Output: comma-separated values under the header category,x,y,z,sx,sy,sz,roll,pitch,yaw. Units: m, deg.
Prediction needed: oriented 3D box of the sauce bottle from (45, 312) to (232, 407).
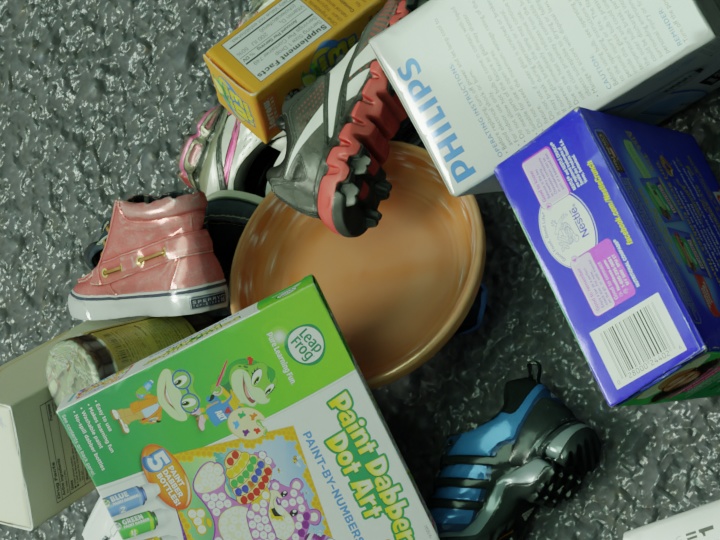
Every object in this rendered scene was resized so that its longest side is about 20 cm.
category,x,y,z,sx,sy,sz,roll,pitch,yaw
sauce bottle,-0.147,0.064,1.294,0.064,0.199,0.065,10,105,40

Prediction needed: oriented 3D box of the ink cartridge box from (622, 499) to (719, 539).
category,x,y,z,sx,sy,sz,roll,pitch,yaw
ink cartridge box,0.284,0.207,1.073,0.199,0.084,0.146,-24,70,27

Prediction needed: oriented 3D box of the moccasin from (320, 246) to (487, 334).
category,x,y,z,sx,sy,sz,roll,pitch,yaw
moccasin,-0.001,0.009,1.292,0.199,0.068,0.081,-3,80,31

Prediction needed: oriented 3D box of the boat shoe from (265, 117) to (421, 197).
category,x,y,z,sx,sy,sz,roll,pitch,yaw
boat shoe,0.012,-0.101,1.310,0.200,0.072,0.069,-40,61,9

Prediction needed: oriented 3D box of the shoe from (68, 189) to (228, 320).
category,x,y,z,sx,sy,sz,roll,pitch,yaw
shoe,-0.170,-0.013,1.309,0.199,0.071,0.092,-4,97,55

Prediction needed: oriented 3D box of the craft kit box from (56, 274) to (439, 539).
category,x,y,z,sx,sy,sz,roll,pitch,yaw
craft kit box,-0.075,0.136,1.157,0.196,0.049,0.201,-27,98,-1

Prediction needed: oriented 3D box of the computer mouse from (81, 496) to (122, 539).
category,x,y,z,sx,sy,sz,roll,pitch,yaw
computer mouse,-0.173,0.189,1.219,0.200,0.044,0.110,-47,62,18

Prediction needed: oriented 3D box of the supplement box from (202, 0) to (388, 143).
category,x,y,z,sx,sy,sz,roll,pitch,yaw
supplement box,-0.021,-0.187,1.290,0.200,0.067,0.069,-38,60,-13

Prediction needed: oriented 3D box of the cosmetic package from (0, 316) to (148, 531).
category,x,y,z,sx,sy,sz,roll,pitch,yaw
cosmetic package,-0.222,0.110,1.321,0.071,0.200,0.106,6,110,32

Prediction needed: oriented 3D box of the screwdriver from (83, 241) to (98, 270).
category,x,y,z,sx,sy,sz,roll,pitch,yaw
screwdriver,-0.166,0.044,1.422,0.200,0.029,0.028,43,103,21

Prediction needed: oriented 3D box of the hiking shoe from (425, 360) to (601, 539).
category,x,y,z,sx,sy,sz,roll,pitch,yaw
hiking shoe,0.081,0.164,1.221,0.200,0.074,0.087,-43,56,7

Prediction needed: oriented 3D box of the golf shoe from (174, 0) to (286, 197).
category,x,y,z,sx,sy,sz,roll,pitch,yaw
golf shoe,-0.070,-0.139,1.364,0.092,0.072,0.201,33,109,25

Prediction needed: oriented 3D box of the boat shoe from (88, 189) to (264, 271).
category,x,y,z,sx,sy,sz,roll,pitch,yaw
boat shoe,-0.138,-0.022,1.368,0.199,0.075,0.062,3,42,33

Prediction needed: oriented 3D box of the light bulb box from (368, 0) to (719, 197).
category,x,y,z,sx,sy,sz,roll,pitch,yaw
light bulb box,0.147,-0.151,1.144,0.199,0.198,0.125,-32,80,24

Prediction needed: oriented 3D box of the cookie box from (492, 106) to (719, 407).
category,x,y,z,sx,sy,sz,roll,pitch,yaw
cookie box,0.190,-0.006,1.091,0.075,0.199,0.172,-33,72,27

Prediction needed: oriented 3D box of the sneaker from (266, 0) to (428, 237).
category,x,y,z,sx,sy,sz,roll,pitch,yaw
sneaker,-0.008,-0.124,1.239,0.097,0.071,0.202,14,72,27

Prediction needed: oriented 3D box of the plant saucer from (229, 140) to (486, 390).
category,x,y,z,sx,sy,sz,roll,pitch,yaw
plant saucer,0.000,0.000,1.236,0.199,0.037,0.202,-11,60,19
